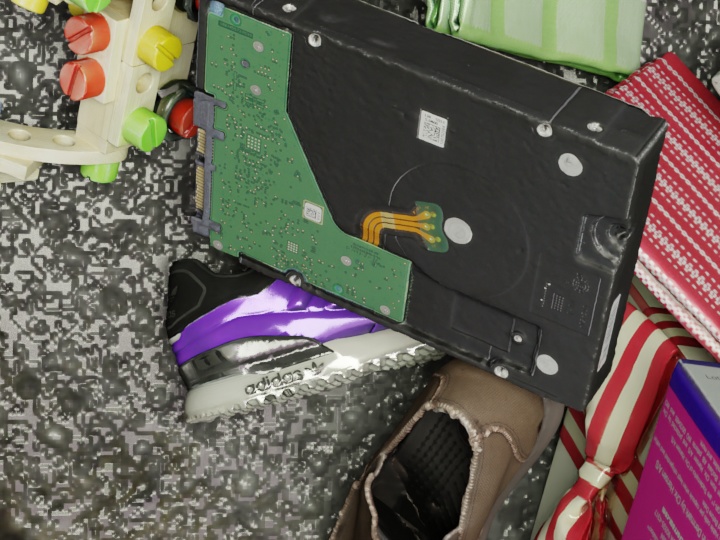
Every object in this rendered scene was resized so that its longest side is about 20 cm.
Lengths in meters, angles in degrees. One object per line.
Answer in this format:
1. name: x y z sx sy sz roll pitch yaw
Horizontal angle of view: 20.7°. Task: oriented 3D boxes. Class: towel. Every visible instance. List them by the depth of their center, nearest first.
1. towel: 0.158 -0.026 0.903 0.145 0.200 0.022 47 120 5
2. towel: 0.098 -0.197 0.924 0.149 0.031 0.200 6 89 -42

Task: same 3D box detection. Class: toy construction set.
1. toy construction set: -0.126 -0.103 0.872 0.092 0.131 0.200 45 129 19

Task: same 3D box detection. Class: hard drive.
1. hard drive: 0.022 -0.037 0.829 0.200 0.038 0.140 22 133 19

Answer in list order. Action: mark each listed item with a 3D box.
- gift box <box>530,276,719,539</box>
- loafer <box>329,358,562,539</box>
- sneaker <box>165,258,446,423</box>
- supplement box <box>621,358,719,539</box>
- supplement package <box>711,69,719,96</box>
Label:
1. gift box: 0.176 0.108 0.933 0.186 0.200 0.185 8 106 -15
2. loafer: 0.019 0.114 0.910 0.073 0.071 0.200 37 123 22
3. sneaker: 0.000 0.000 0.942 0.200 0.070 0.100 -16 83 -15
4. supplement box: 0.159 0.151 0.789 0.101 0.103 0.200 7 114 -14
5. supplement package: 0.303 -0.101 0.915 0.200 0.151 0.152 -43 102 -31
